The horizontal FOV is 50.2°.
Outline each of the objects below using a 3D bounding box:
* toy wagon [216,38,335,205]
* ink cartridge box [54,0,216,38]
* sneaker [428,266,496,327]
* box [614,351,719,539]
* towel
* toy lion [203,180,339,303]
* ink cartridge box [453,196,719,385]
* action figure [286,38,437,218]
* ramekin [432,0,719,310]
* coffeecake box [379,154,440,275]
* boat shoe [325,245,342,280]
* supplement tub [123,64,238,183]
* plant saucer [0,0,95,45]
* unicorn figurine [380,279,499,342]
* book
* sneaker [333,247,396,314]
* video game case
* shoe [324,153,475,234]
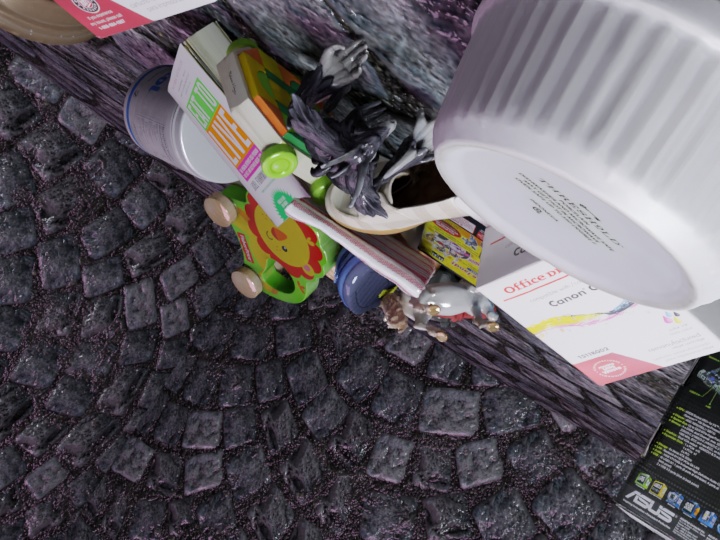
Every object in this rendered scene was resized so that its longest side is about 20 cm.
[{"bbox_3d":[-0.056,-0.136,0.742,0.200,0.039,0.156,26,-144,-50],"label":"toy wagon"},{"bbox_3d":[-0.182,-0.244,0.454,0.146,0.083,0.200,2,154,42],"label":"ink cartridge box"},{"bbox_3d":[0.157,0.030,1.168,0.070,0.099,0.200,14,-172,35],"label":"sneaker"},{"bbox_3d":[0.330,0.152,0.588,0.199,0.194,0.047,26,169,45],"label":"box"},{"bbox_3d":[0.006,-0.025,0.773,0.146,0.030,0.200,32,-171,4],"label":"towel"},{"bbox_3d":[-0.103,-0.036,0.998,0.191,0.069,0.201,20,138,34],"label":"toy lion"},{"bbox_3d":[0.170,0.001,0.585,0.200,0.068,0.116,36,139,-24],"label":"ink cartridge box"},{"bbox_3d":[-0.003,-0.119,0.606,0.119,0.102,0.200,45,-169,-23],"label":"action figure"},{"bbox_3d":[0.129,-0.060,0.409,0.202,0.095,0.202,33,175,3],"label":"ramekin"},{"bbox_3d":[0.010,-0.089,0.944,0.199,0.073,0.154,30,173,27],"label":"coffeecake box"},{"bbox_3d":[-0.031,-0.042,1.087,0.074,0.069,0.201,43,-151,-20],"label":"boat shoe"},{"bbox_3d":[-0.221,-0.198,1.019,0.132,0.132,0.200,38,172,-41],"label":"supplement tub"},{"bbox_3d":[-0.246,-0.260,0.545,0.029,0.201,0.200,-19,143,29],"label":"plant saucer"},{"bbox_3d":[0.117,0.041,0.933,0.199,0.074,0.137,12,-170,-17],"label":"unicorn figurine"},{"bbox_3d":[-0.125,-0.150,0.839,0.200,0.048,0.133,51,155,-5],"label":"book"},{"bbox_3d":[0.000,0.000,0.925,0.082,0.074,0.200,44,-174,9],"label":"sneaker"},{"bbox_3d":[0.154,-0.013,0.772,0.199,0.026,0.181,34,160,11],"label":"video game case"},{"bbox_3d":[0.055,-0.073,0.645,0.199,0.070,0.053,-2,156,25],"label":"shoe"}]
